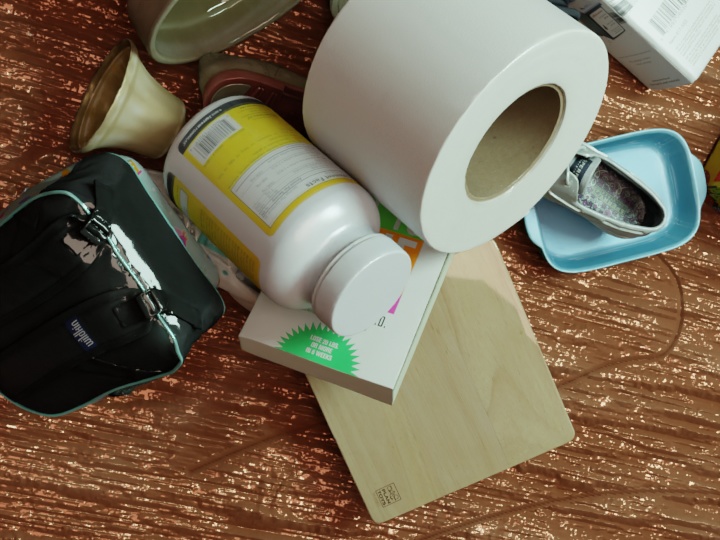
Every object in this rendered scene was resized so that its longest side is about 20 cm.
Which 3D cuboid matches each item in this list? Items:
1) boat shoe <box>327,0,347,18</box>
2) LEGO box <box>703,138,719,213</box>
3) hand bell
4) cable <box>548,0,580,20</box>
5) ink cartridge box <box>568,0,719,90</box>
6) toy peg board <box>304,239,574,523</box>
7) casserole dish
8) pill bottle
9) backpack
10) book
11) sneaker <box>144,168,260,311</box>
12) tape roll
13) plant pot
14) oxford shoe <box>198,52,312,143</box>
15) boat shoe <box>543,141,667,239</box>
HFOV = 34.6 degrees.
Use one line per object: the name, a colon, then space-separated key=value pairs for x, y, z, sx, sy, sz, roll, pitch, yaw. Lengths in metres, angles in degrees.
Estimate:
boat shoe: x=0.047 y=-0.287 z=1.048 sx=0.199 sy=0.075 sz=0.066 roll=-31 pitch=59 yaw=-12
LEGO box: x=0.435 y=-0.143 z=1.127 sx=0.077 sy=0.149 sz=0.200 roll=31 pitch=84 yaw=-16
hand bell: x=-0.136 y=-0.106 z=0.997 sx=0.200 sy=0.104 sz=0.104 roll=26 pitch=85 yaw=-28
cable: x=0.113 y=-0.195 z=1.035 sx=0.200 sy=0.051 sz=0.163 roll=17 pitch=111 yaw=-43
ink cartridge box: x=0.267 y=-0.293 z=1.101 sx=0.200 sy=0.086 sz=0.147 roll=38 pitch=81 yaw=-14
toy peg board: x=0.062 y=0.093 z=1.066 sx=0.199 sy=0.098 sz=0.200 roll=-24 pitch=99 yaw=1
casserole dish: x=0.243 y=-0.069 z=1.129 sx=0.200 sy=0.039 sz=0.121 roll=-14 pitch=97 yaw=-15
pill bottle: x=-0.056 y=-0.041 z=0.904 sx=0.112 sy=0.112 sz=0.200 roll=-41 pitch=62 yaw=-11
backpack: x=-0.226 y=0.016 z=0.922 sx=0.200 sy=0.153 sz=0.176 roll=-29 pitch=105 yaw=24
book: x=0.000 y=0.000 z=0.965 sx=0.133 sy=0.048 sz=0.200 roll=19 pitch=61 yaw=10
sneaker: x=-0.132 y=-0.026 z=0.990 sx=0.200 sy=0.088 sz=0.075 roll=31 pitch=85 yaw=-16
tape roll: x=0.074 y=-0.134 z=0.898 sx=0.203 sy=0.203 sz=0.139 roll=-42 pitch=63 yaw=-11
plant pot: x=-0.133 y=-0.295 z=0.940 sx=0.200 sy=0.200 sz=0.174 roll=-34 pitch=85 yaw=-13
oxford shoe: x=-0.052 y=-0.148 z=1.020 sx=0.200 sy=0.075 sz=0.070 roll=18 pitch=123 yaw=-35
boat shoe: x=0.197 y=-0.092 z=1.057 sx=0.201 sy=0.071 sz=0.070 roll=28 pitch=83 yaw=-16
